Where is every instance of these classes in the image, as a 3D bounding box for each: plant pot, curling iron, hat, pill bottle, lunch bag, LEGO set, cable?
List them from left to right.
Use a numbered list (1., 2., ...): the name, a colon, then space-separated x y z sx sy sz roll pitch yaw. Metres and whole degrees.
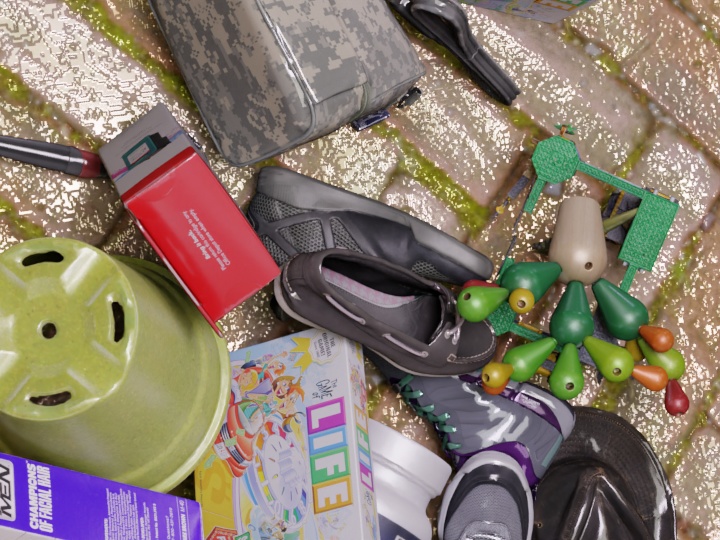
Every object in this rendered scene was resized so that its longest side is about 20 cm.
1. plant pot: -0.206 0.061 1.608 0.199 0.184 0.201 -2 74 6
2. curling iron: -0.216 -0.094 1.727 0.199 0.026 0.050 4 92 -15
3. lunch bag: -0.049 -0.195 1.721 0.167 0.139 0.201 -29 94 -38
4. pill bottle: -0.015 0.218 1.714 0.115 0.116 0.201 30 79 -11
5. cable: 0.082 -0.192 1.740 0.200 0.097 0.050 35 86 -40
6. LEGO set: 0.174 -0.013 1.796 0.153 0.116 0.201 15 96 6
7. hat: 0.181 0.209 1.782 0.200 0.081 0.202 1 86 -13

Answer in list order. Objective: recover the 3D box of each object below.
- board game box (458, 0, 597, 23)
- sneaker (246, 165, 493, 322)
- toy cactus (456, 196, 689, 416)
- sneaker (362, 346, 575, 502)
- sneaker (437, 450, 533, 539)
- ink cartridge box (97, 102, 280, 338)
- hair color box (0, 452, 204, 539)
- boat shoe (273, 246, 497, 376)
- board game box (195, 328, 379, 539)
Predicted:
1. board game box: 0.125 -0.239 1.735 0.134 0.200 0.034 10 84 -13
2. sneaker: 0.000 0.000 1.743 0.199 0.076 0.115 18 89 3
3. toy cactus: 0.162 0.027 1.691 0.199 0.102 0.166 13 62 -12
4. sneaker: 0.068 0.106 1.751 0.199 0.074 0.088 26 75 0
5. sneaker: 0.091 0.246 1.709 0.075 0.114 0.201 10 108 -4
6. ink cartridge box: -0.125 -0.039 1.643 0.067 0.200 0.116 -36 113 -1
7. hair color box: -0.223 0.194 1.612 0.199 0.109 0.065 18 52 -39
8. boat shoe: 0.030 0.032 1.668 0.199 0.057 0.067 19 63 -29
9. board game box: -0.058 0.149 1.668 0.134 0.034 0.201 -16 60 19
